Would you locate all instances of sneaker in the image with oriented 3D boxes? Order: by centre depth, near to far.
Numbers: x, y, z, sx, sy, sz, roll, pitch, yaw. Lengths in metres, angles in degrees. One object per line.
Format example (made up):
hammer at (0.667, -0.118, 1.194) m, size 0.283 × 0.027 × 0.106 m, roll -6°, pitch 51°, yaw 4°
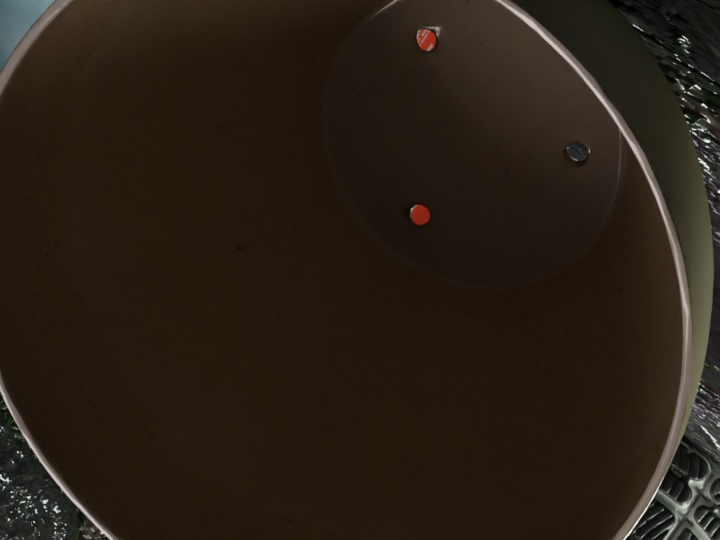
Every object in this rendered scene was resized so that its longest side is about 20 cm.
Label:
sneaker at (0.114, 0.092, 1.430) m, size 0.200 × 0.077 × 0.085 m, roll 42°, pitch -176°, yaw 2°

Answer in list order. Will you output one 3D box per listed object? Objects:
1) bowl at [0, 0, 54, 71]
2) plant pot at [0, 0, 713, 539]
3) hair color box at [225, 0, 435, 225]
bowl at (-0.199, -0.127, 1.033) m, size 0.105 × 0.201 × 0.201 m, roll 53°, pitch 180°, yaw 24°
plant pot at (0.011, -0.017, 0.799) m, size 0.200 × 0.201 × 0.134 m, roll 35°, pitch -149°, yaw 6°
hair color box at (-0.026, -0.079, 0.950) m, size 0.101 × 0.061 × 0.200 m, roll 32°, pitch 171°, yaw 25°
